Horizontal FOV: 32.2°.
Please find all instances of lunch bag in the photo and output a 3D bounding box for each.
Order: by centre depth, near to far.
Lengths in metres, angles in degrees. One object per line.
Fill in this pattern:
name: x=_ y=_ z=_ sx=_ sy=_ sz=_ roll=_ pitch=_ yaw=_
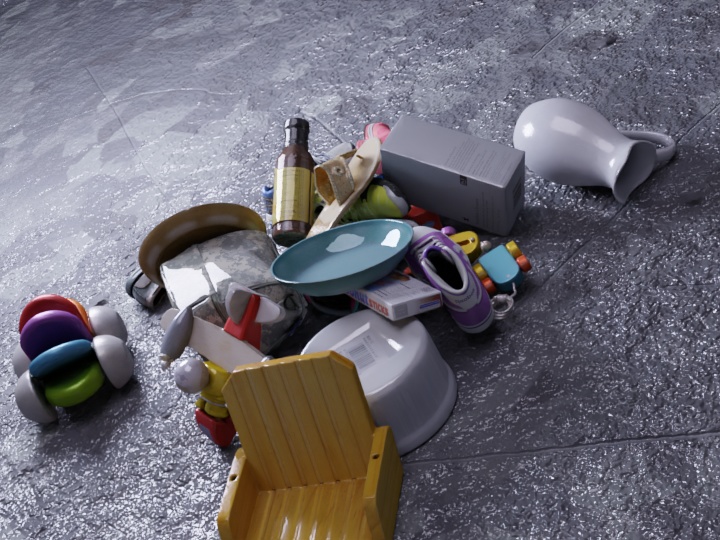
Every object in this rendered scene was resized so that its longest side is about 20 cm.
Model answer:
lunch bag: x=-0.175 y=0.036 z=1.787 sx=0.167 sy=0.140 sz=0.200 roll=-32 pitch=33 yaw=0

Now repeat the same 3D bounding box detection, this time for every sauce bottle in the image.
sauce bottle: x=-0.098 y=-0.133 z=1.876 sx=0.064 sy=0.065 sz=0.201 roll=-9 pitch=63 yaw=22

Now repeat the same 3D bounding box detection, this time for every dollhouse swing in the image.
dollhouse swing: x=-0.075 y=0.223 z=1.443 sx=0.199 sy=0.176 sz=0.182 roll=-10 pitch=36 yaw=18

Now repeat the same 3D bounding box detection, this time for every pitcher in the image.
pitcher: x=0.339 y=-0.183 z=1.813 sx=0.171 sy=0.122 sz=0.200 roll=-25 pitch=39 yaw=-38

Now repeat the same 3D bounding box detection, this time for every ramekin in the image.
ramekin: x=0.013 y=0.138 z=1.573 sx=0.200 sy=0.098 sz=0.201 roll=-17 pitch=34 yaw=12

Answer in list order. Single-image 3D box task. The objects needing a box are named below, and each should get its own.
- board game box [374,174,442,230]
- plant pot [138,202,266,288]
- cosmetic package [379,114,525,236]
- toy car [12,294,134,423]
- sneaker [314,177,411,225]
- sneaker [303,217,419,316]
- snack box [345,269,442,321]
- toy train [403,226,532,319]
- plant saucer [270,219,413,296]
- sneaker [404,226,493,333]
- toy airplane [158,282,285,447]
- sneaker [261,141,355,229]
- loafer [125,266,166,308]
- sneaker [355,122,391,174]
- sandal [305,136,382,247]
board game box: x=0.017 y=-0.084 z=1.925 sx=0.199 sy=0.040 sz=0.153 roll=-21 pitch=34 yaw=6
plant pot: x=-0.233 y=-0.026 z=1.878 sx=0.199 sy=0.200 sz=0.028 roll=-23 pitch=57 yaw=2
cosmetic package: x=0.134 y=-0.138 z=1.807 sx=0.199 sy=0.113 sz=0.081 roll=17 pitch=56 yaw=21
toy car: x=-0.439 y=0.112 z=1.839 sx=0.175 sy=0.150 sz=0.200 roll=-25 pitch=34 yaw=-2
sneaker: x=-0.004 y=-0.091 z=1.856 sx=0.200 sy=0.075 sz=0.076 roll=4 pitch=49 yaw=51
sneaker: x=0.000 y=0.000 z=1.780 sx=0.199 sy=0.084 sz=0.121 roll=-24 pitch=31 yaw=8
snack box: x=0.029 y=0.023 z=1.638 sx=0.072 sy=0.024 sz=0.200 roll=-16 pitch=19 yaw=-21
toy train: x=0.140 y=0.019 z=1.705 sx=0.199 sy=0.056 sz=0.151 roll=10 pitch=61 yaw=33
plant saucer: x=-0.021 y=-0.013 z=1.671 sx=0.199 sy=0.036 sz=0.200 roll=-14 pitch=21 yaw=5
sneaker: x=0.103 y=-0.017 z=1.638 sx=0.073 sy=0.114 sz=0.201 roll=-38 pitch=45 yaw=-2
toy airplane: x=-0.175 y=0.114 z=1.601 sx=0.141 sy=0.200 sz=0.200 roll=-13 pitch=-14 yaw=-44
sneaker: x=-0.077 y=-0.150 z=1.959 sx=0.077 sy=0.085 sz=0.200 roll=15 pitch=49 yaw=44
loafer: x=-0.285 y=-0.015 z=2.007 sx=0.063 sy=0.072 sz=0.200 roll=36 pitch=71 yaw=31
sneaker: x=0.047 y=-0.193 z=2.015 sx=0.086 sy=0.074 sz=0.200 roll=-6 pitch=19 yaw=9
sandal: x=-0.040 y=-0.122 z=1.796 sx=0.078 sy=0.070 sz=0.212 roll=0 pitch=59 yaw=56
